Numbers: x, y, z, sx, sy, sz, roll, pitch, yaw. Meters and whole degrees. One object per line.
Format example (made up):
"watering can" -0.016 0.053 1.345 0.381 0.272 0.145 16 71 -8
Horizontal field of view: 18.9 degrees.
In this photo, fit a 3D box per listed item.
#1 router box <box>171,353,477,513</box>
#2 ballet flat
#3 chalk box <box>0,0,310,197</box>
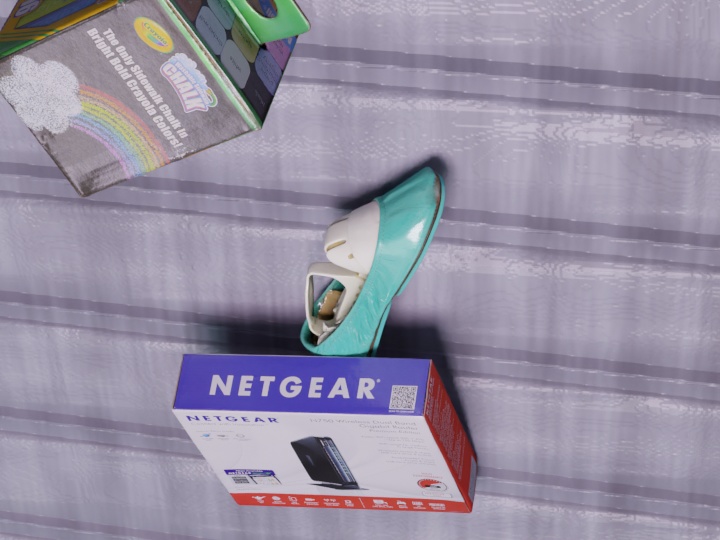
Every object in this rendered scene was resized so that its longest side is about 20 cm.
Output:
"router box" -0.024 0.127 1.662 0.198 0.049 0.180 0 151 17
"ballet flat" 0.000 0.000 1.561 0.070 0.068 0.201 10 137 -14
"chalk box" -0.125 -0.157 1.424 0.199 0.124 0.125 -19 123 29
